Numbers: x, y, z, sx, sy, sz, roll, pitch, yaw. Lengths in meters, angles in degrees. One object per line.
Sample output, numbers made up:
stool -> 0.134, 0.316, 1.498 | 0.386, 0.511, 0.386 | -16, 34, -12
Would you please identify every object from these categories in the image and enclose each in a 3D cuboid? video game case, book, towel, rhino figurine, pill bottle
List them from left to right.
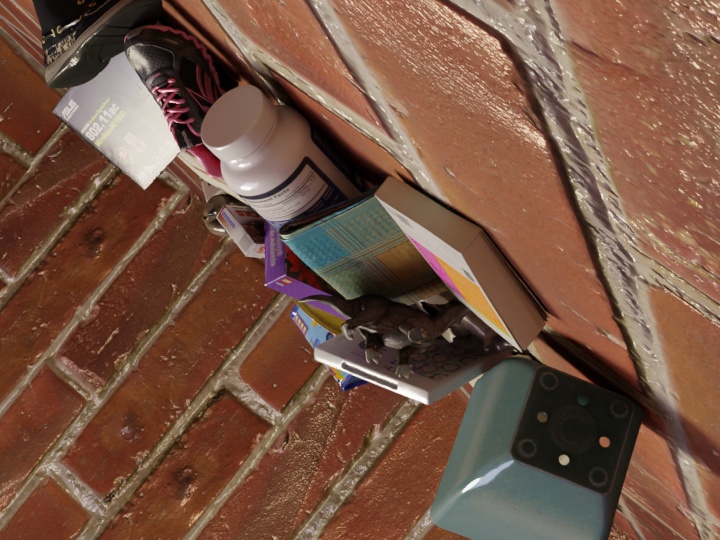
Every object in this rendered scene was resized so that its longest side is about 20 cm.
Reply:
rhino figurine -> -0.118, -0.088, 1.801 | 0.087, 0.200, 0.060 | 6, 109, 48
pill bottle -> -0.082, -0.110, 1.510 | 0.111, 0.111, 0.200 | 34, 172, 48
towel -> 0.020, -0.019, 1.528 | 0.200, 0.146, 0.022 | 43, -147, -46
video game case -> 0.075, 0.094, 1.708 | 0.182, 0.200, 0.024 | 18, 119, 38
book -> 0.103, -0.008, 1.430 | 0.134, 0.048, 0.200 | 35, 172, 38
rhino figurine -> 0.122, 0.050, 1.653 | 0.200, 0.060, 0.087 | 35, 177, 31

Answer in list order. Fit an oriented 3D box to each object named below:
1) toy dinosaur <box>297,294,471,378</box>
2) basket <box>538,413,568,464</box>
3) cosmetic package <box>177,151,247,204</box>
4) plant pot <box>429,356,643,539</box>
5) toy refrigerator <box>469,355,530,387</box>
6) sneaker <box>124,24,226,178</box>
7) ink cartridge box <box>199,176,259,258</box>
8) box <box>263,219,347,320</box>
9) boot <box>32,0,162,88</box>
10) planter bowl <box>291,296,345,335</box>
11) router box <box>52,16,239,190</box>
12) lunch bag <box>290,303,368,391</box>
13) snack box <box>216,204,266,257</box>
toy dinosaur -> 0.031, 0.061, 1.550 | 0.199, 0.077, 0.102 | 5, -157, 9
basket -> 0.278, 0.291, 2.270 | 0.176, 0.139, 0.200 | 41, -175, -6
cosmetic package -> -0.159, -0.156, 1.731 | 0.087, 0.103, 0.200 | 43, 173, -27
plant pot -> 0.212, 0.207, 1.560 | 0.196, 0.196, 0.200 | 21, 156, 2
toy refrigerator -> 0.197, 0.140, 1.951 | 0.076, 0.070, 0.200 | 47, 173, -9
sneaker -> -0.188, -0.179, 1.508 | 0.079, 0.096, 0.200 | -18, 132, 29
ink cartridge box -> -0.178, -0.117, 2.083 | 0.116, 0.068, 0.200 | 42, -166, -33
box -> -0.034, -0.018, 1.671 | 0.200, 0.039, 0.137 | 25, -129, -43
boot -> -0.304, -0.306, 1.520 | 0.203, 0.073, 0.154 | -29, 76, 45
planter bowl -> 0.000, 0.000, 1.836 | 0.200, 0.084, 0.201 | 22, -145, -17
router box -> -0.258, -0.205, 1.648 | 0.150, 0.062, 0.200 | 41, 137, -10
lunch bag -> 0.031, 0.067, 1.920 | 0.200, 0.094, 0.151 | -10, -132, -36
snack box -> -0.084, -0.043, 1.704 | 0.200, 0.024, 0.072 | 3, -141, -51
